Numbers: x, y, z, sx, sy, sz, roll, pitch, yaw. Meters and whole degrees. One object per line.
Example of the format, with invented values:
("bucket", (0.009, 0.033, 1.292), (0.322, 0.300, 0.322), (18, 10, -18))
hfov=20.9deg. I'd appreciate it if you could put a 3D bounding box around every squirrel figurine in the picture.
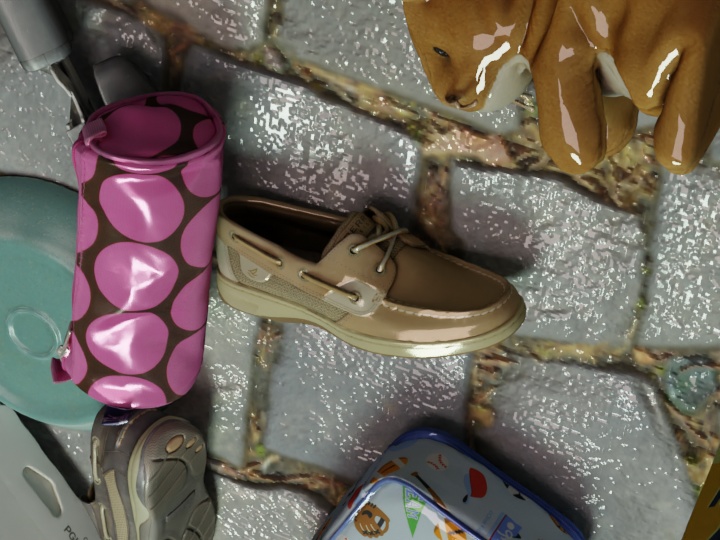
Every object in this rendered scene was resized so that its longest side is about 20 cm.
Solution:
("squirrel figurine", (0.110, -0.150, 0.956), (0.186, 0.141, 0.201), (13, 114, 31))

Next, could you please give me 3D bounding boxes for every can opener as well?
("can opener", (-0.173, -0.147, 1.147), (0.067, 0.053, 0.201), (-23, 113, 2))

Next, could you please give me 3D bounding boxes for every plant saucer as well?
("plant saucer", (-0.209, 0.033, 1.288), (0.199, 0.036, 0.201), (14, 127, 19))

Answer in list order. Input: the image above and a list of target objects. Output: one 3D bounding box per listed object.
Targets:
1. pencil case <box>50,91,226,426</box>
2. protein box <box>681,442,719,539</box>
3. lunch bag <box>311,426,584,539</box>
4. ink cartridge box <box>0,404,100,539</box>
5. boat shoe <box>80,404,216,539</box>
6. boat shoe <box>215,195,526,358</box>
("pencil case", (-0.133, -0.010, 1.152), (0.093, 0.091, 0.201), (4, 126, -8))
("protein box", (0.273, 0.204, 1.052), (0.134, 0.199, 0.201), (-14, 115, 33))
("lunch bag", (0.045, 0.206, 1.246), (0.160, 0.076, 0.200), (34, 130, 0))
("ink cartridge box", (-0.301, 0.188, 1.401), (0.199, 0.083, 0.147), (-19, 112, 40))
("boat shoe", (-0.146, 0.157, 1.322), (0.073, 0.074, 0.201), (33, 139, 24))
("boat shoe", (0.000, 0.000, 1.134), (0.199, 0.071, 0.065), (10, 125, 23))
